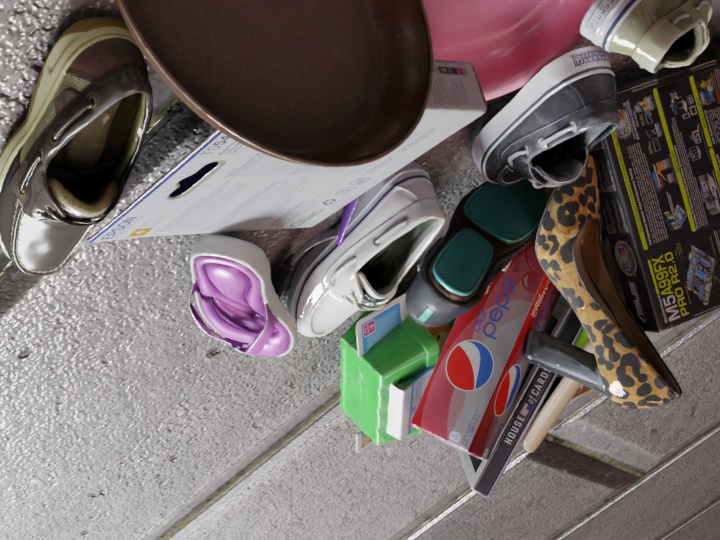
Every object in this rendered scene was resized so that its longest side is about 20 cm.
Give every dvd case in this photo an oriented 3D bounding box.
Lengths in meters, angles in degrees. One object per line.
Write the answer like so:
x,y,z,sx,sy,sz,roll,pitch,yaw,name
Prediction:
0.154,0.107,0.993,0.024,0.150,0.202,27,97,-5,dvd case

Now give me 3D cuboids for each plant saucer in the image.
-0.046,-0.141,0.523,0.198,0.203,0.032,2,160,-38,plant saucer
0.086,-0.200,0.657,0.198,0.051,0.202,-20,146,-14,plant saucer

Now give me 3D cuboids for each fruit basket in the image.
0.075,0.075,0.978,0.198,0.094,0.187,-24,139,-25,fruit basket

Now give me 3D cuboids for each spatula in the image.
-0.043,-0.015,0.823,0.020,0.057,0.200,29,130,-18,spatula

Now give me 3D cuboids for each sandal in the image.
-0.102,0.035,0.797,0.081,0.050,0.203,11,154,12,sandal

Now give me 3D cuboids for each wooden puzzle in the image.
0.208,0.059,0.995,0.186,0.037,0.200,-62,180,25,wooden puzzle

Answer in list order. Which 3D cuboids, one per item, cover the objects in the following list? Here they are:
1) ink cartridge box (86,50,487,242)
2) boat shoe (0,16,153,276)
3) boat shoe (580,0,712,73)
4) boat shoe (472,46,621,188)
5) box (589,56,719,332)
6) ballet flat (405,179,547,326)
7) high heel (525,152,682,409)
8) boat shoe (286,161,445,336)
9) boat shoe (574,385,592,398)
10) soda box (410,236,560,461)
-0.051,-0.077,0.648,0.198,0.044,0.195,-5,163,-44,ink cartridge box
-0.181,-0.060,0.631,0.071,0.066,0.202,0,137,-38,boat shoe
0.218,-0.173,0.727,0.199,0.062,0.072,-25,157,-52,boat shoe
0.143,-0.095,0.772,0.071,0.069,0.200,-12,167,-18,boat shoe
0.283,-0.069,0.860,0.158,0.203,0.044,-20,-174,-14,box
0.094,-0.016,0.840,0.200,0.073,0.073,-46,167,-47,ballet flat
0.214,0.009,0.830,0.071,0.141,0.203,-17,118,-45,high heel
0.000,0.000,0.845,0.073,0.067,0.201,1,137,-36,boat shoe
0.222,0.123,1.170,0.200,0.071,0.070,-43,148,20,boat shoe
0.121,0.065,0.915,0.202,0.063,0.070,-65,151,-7,soda box
